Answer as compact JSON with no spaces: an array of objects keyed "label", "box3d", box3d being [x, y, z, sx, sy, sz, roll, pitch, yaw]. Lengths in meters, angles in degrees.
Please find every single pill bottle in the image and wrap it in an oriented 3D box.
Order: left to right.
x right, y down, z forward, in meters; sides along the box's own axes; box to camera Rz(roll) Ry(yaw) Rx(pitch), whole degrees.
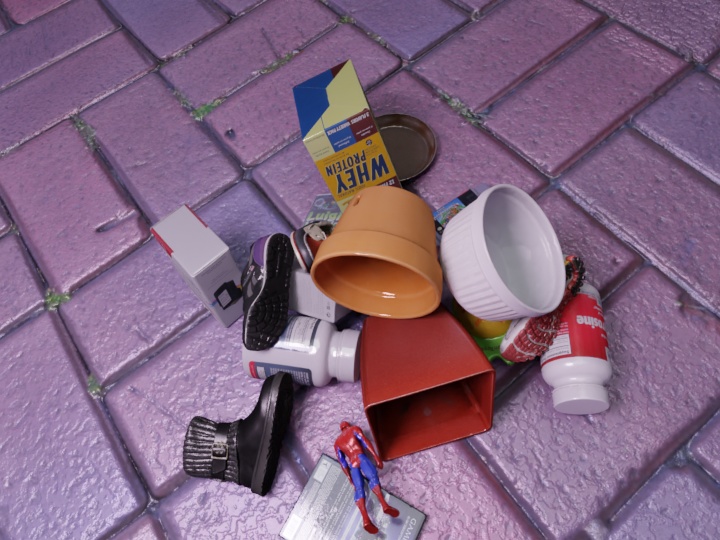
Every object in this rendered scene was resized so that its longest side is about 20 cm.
[{"label":"pill bottle","box3d":[-0.099,0.143,0.944,0.196,0.120,0.121,6,62,10]},{"label":"pill bottle","box3d":[0.360,0.131,0.896,0.110,0.113,0.203,0,60,7]}]

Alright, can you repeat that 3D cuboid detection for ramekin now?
[{"label":"ramekin","box3d":[0.212,-0.019,0.809,0.198,0.105,0.203,16,62,-34]}]

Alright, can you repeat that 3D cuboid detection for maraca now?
[{"label":"maraca","box3d":[0.232,0.074,0.946,0.135,0.107,0.203,-13,59,23]}]

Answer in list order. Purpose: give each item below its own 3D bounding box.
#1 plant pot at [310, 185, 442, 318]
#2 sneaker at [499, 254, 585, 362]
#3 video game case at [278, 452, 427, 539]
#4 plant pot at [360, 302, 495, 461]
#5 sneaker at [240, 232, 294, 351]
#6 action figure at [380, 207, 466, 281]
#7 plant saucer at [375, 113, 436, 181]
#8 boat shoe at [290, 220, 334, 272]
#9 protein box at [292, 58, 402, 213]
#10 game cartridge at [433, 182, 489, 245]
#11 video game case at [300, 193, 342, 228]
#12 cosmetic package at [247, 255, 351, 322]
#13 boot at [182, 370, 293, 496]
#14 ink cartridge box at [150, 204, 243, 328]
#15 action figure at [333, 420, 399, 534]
[{"label":"plant pot","box3d":[0.036,-0.032,0.809,0.197,0.201,0.142,9,63,12]},{"label":"sneaker","box3d":[0.291,0.061,0.878,0.201,0.078,0.082,-55,32,-8]},{"label":"video game case","box3d":[-0.013,0.407,0.845,0.198,0.019,0.144,24,67,18]},{"label":"plant pot","box3d":[0.095,0.167,0.875,0.197,0.201,0.178,-15,48,-1]},{"label":"sneaker","box3d":[-0.171,0.038,0.914,0.087,0.075,0.203,-4,68,45]},{"label":"action figure","box3d":[0.132,-0.018,0.912,0.197,0.135,0.150,11,53,13]},{"label":"plant saucer","box3d":[0.074,-0.274,1.205,0.196,0.032,0.203,-3,61,6]},{"label":"boat shoe","box3d":[-0.081,-0.050,0.954,0.062,0.200,0.072,-18,102,6]},{"label":"protein box","box3d":[-0.027,-0.263,1.057,0.133,0.201,0.200,-22,46,8]},{"label":"game cartridge","box3d":[0.215,-0.089,1.085,0.198,0.039,0.130,-33,66,-11]},{"label":"video game case","box3d":[-0.037,-0.091,1.075,0.197,0.023,0.184,0,51,30]},{"label":"cosmetic package","box3d":[-0.103,0.022,0.989,0.197,0.083,0.113,14,21,24]},{"label":"boot","box3d":[-0.208,0.258,0.886,0.155,0.079,0.215,13,87,14]},{"label":"ink cartridge box","box3d":[-0.293,-0.004,1.005,0.083,0.201,0.145,-40,64,-19]},{"label":"action figure","box3d":[0.001,0.315,0.844,0.065,0.052,0.201,-43,36,7]}]
